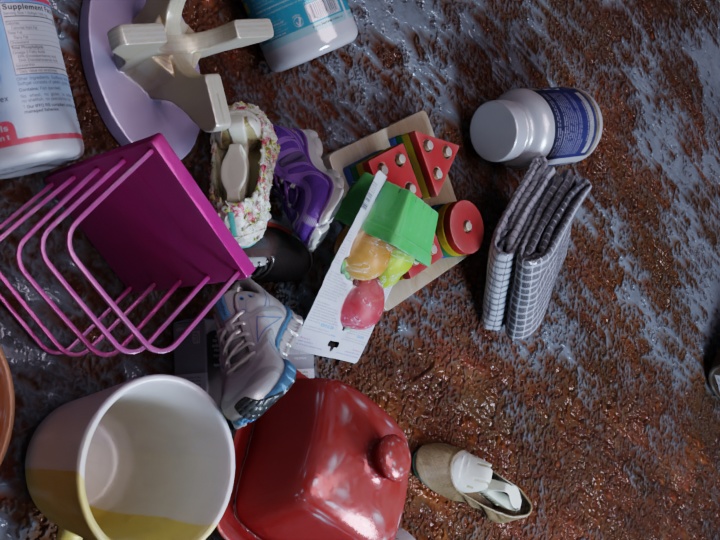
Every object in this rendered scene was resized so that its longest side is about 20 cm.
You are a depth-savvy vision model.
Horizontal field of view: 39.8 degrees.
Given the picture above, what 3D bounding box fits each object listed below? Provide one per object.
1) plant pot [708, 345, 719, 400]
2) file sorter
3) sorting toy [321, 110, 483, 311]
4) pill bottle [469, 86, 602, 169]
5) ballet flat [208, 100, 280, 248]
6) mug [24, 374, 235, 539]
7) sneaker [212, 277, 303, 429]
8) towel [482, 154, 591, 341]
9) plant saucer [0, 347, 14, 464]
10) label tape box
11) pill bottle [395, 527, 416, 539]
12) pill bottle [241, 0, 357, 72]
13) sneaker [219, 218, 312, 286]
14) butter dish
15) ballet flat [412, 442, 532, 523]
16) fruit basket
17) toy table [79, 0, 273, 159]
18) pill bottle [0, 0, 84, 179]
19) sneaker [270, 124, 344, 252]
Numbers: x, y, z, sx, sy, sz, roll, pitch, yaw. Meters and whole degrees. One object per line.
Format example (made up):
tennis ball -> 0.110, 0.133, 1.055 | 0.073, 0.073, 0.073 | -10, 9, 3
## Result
plant pot -> 0.724, 0.161, 1.796 | 0.199, 0.186, 0.188 | -32, 106, -27
file sorter -> -0.220, -0.008, 0.850 | 0.126, 0.199, 0.140 | -50, 117, -34
sorting toy -> 0.069, -0.082, 1.238 | 0.198, 0.069, 0.202 | -31, 105, -43
pill bottle -> 0.245, -0.201, 1.403 | 0.199, 0.110, 0.112 | -12, 92, -45
ballet flat -> -0.118, -0.112, 0.989 | 0.064, 0.075, 0.201 | 83, 0, -51
mug -> -0.222, 0.178, 0.848 | 0.187, 0.152, 0.150 | -46, 115, -38
sneaker -> -0.107, 0.067, 0.900 | 0.087, 0.075, 0.200 | 51, 12, -18
towel -> 0.237, -0.028, 1.340 | 0.201, 0.085, 0.167 | -56, 156, -35
plant saucer -> -0.375, 0.111, 0.789 | 0.199, 0.037, 0.203 | 8, 78, -45
label tape box -> -0.115, 0.151, 1.022 | 0.142, 0.066, 0.202 | 3, 80, -44
pill bottle -> -0.026, 0.346, 1.044 | 0.199, 0.114, 0.116 | -5, 87, -45
pill bottle -> -0.086, -0.331, 1.095 | 0.110, 0.110, 0.202 | -33, 107, -42
sneaker -> -0.131, -0.009, 1.004 | 0.198, 0.077, 0.082 | 13, 36, -35
butter dish -> -0.016, 0.190, 0.950 | 0.199, 0.147, 0.201 | 40, 45, -31
ballet flat -> 0.152, 0.271, 1.262 | 0.200, 0.072, 0.068 | 39, 58, -34
fruit basket -> 0.000, 0.000, 1.081 | 0.201, 0.093, 0.185 | -60, 157, 3
toy table -> -0.186, -0.214, 0.974 | 0.183, 0.116, 0.202 | -32, 105, -43
pill bottle -> -0.311, -0.184, 0.849 | 0.108, 0.108, 0.202 | -17, 95, -45
sneaker -> -0.077, -0.092, 1.048 | 0.083, 0.201, 0.081 | 16, 116, -28
